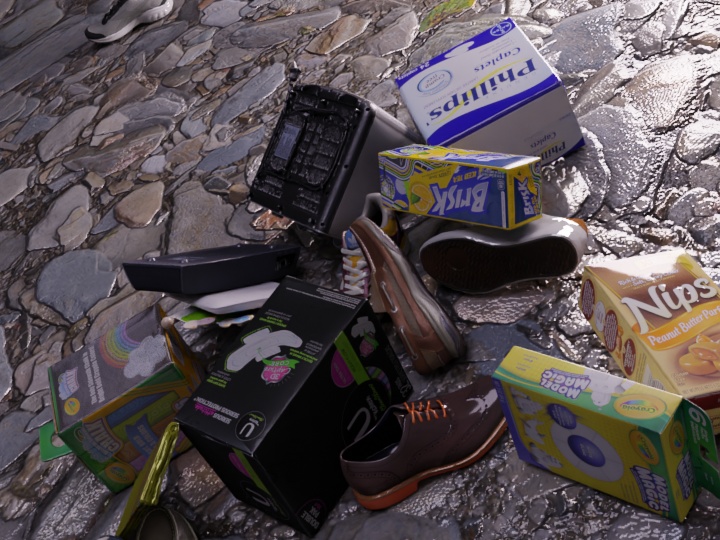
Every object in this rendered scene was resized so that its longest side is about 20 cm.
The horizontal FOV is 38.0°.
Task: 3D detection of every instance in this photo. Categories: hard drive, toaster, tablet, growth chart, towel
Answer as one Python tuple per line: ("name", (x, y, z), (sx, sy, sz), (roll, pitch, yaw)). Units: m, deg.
("hard drive", (-0.182, -0.004, 1.303), (0.133, 0.043, 0.198), (3, 10, 41))
("toaster", (-0.036, -0.143, 1.355), (0.179, 0.118, 0.203), (23, 91, 46))
("tablet", (-0.152, 0.027, 1.275), (0.128, 0.014, 0.199), (-9, 10, -27))
("growth chart", (-0.125, 0.047, 1.228), (0.195, 0.018, 0.145), (-4, 8, 4))
("towel", (-0.223, 0.227, 1.080), (0.200, 0.018, 0.087), (128, 162, -56))

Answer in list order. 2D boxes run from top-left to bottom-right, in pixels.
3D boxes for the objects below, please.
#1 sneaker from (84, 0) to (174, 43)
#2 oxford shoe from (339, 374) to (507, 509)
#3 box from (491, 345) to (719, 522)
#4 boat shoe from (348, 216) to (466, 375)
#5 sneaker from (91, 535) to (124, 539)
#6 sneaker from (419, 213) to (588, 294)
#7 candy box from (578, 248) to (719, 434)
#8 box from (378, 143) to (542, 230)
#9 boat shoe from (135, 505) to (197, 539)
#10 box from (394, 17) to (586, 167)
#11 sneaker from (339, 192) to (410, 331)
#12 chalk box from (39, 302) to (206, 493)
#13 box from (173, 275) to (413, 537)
("sneaker", (-0.485, -0.536, 2.153), (0.197, 0.080, 0.075), (-24, 40, 10))
("oxford shoe", (0.070, 0.157, 1.031), (0.198, 0.073, 0.071), (-34, 37, -5))
("box", (0.217, 0.145, 0.913), (0.198, 0.119, 0.048), (13, 48, 41))
("boat shoe", (0.037, 0.026, 1.154), (0.071, 0.076, 0.201), (-37, 64, 6))
("sneaker", (-0.275, 0.366, 1.036), (0.085, 0.078, 0.202), (12, 64, 33))
("sneaker", (0.166, -0.024, 1.187), (0.196, 0.074, 0.085), (-2, 25, 30))
("candy box", (0.297, 0.063, 0.973), (0.113, 0.056, 0.201), (-8, 37, -12))
("box", (0.111, -0.098, 1.188), (0.064, 0.072, 0.198), (-20, 22, -40))
("boat shoe", (-0.203, 0.312, 1.049), (0.071, 0.061, 0.203), (-26, 38, 8))
("box", (0.162, -0.206, 1.347), (0.181, 0.106, 0.201), (-27, 38, 5))
("sneaker", (0.000, 0.000, 1.236), (0.074, 0.091, 0.202), (-7, 43, 26))
("chalk box", (-0.282, 0.161, 1.219), (0.198, 0.125, 0.125), (-31, 39, 0))
("box", (-0.064, 0.137, 1.079), (0.123, 0.150, 0.201), (14, 55, 40))
